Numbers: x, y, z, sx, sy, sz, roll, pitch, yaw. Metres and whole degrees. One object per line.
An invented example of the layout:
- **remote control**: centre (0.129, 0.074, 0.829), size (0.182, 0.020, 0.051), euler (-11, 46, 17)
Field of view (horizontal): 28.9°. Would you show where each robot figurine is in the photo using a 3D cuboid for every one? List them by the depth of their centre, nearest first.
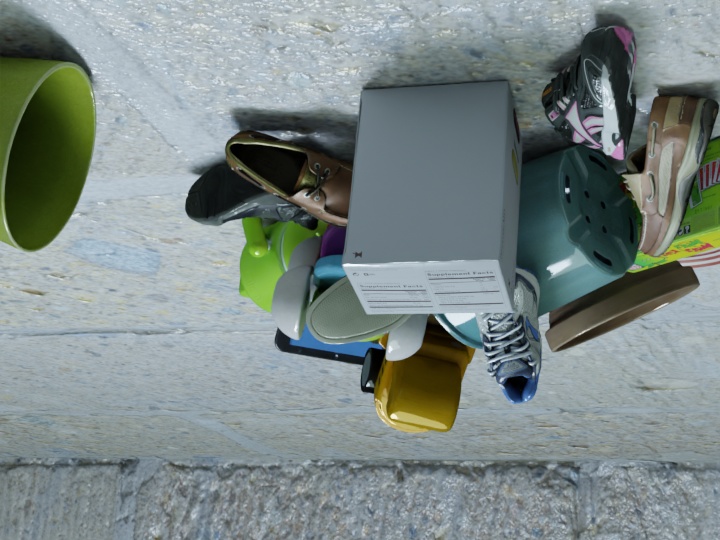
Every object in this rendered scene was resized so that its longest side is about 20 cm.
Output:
- **robot figurine**: centre (-0.078, -0.011, 1.782), size (0.174, 0.117, 0.199), euler (22, 156, -30)

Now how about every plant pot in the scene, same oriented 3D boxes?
- **plant pot**: centre (-0.391, -0.136, 1.381), size (0.197, 0.189, 0.187), euler (16, 166, 12)
- **plant pot**: centre (0.189, -0.035, 1.550), size (0.195, 0.203, 0.199), euler (-22, 151, 40)
- **plant pot**: centre (0.307, 0.018, 1.709), size (0.199, 0.094, 0.201), euler (-22, 170, -4)

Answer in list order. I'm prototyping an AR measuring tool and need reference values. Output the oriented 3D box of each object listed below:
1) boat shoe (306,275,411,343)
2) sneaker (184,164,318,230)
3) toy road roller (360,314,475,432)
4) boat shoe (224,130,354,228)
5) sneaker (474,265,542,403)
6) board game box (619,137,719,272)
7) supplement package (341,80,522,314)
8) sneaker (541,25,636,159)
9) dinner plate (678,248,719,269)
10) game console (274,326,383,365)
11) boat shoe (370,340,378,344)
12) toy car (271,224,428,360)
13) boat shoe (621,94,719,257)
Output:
- **boat shoe**: centre (0.035, 0.018, 1.463), size (0.198, 0.072, 0.068), euler (-29, 180, -3)
- **sneaker**: centre (-0.109, -0.081, 1.626), size (0.197, 0.077, 0.114), euler (-15, 150, 33)
- **toy road roller**: centre (0.082, 0.106, 1.698), size (0.121, 0.202, 0.146), euler (13, -157, -11)
- **boat shoe**: centre (-0.054, -0.093, 1.488), size (0.197, 0.073, 0.068), euler (18, -176, 8)
- **sneaker**: centre (0.160, 0.070, 1.475), size (0.076, 0.086, 0.201), euler (-10, 141, 14)
- **board game box**: centre (0.352, -0.071, 1.525), size (0.047, 0.103, 0.199), euler (14, 160, -31)
- **supplement package**: centre (0.076, -0.071, 1.386), size (0.153, 0.203, 0.111), euler (-2, 153, 15)
- **sneaker**: centre (0.210, -0.161, 1.310), size (0.085, 0.081, 0.200), euler (10, 159, 15)
- **dinner plate**: centre (0.397, -0.037, 1.763), size (0.197, 0.025, 0.200), euler (4, 164, 1)
- **game console**: centre (0.000, 0.055, 1.981), size (0.197, 0.120, 0.172), euler (10, 162, -24)
- **boat shoe**: centre (0.058, 0.025, 1.831), size (0.062, 0.200, 0.074), euler (-21, 108, 36)
- **toy car**: centre (0.000, 0.000, 1.575), size (0.173, 0.152, 0.200), euler (13, -156, 4)
- **boat shoe**: centre (0.308, -0.102, 1.429), size (0.073, 0.076, 0.202), euler (17, 136, 10)
